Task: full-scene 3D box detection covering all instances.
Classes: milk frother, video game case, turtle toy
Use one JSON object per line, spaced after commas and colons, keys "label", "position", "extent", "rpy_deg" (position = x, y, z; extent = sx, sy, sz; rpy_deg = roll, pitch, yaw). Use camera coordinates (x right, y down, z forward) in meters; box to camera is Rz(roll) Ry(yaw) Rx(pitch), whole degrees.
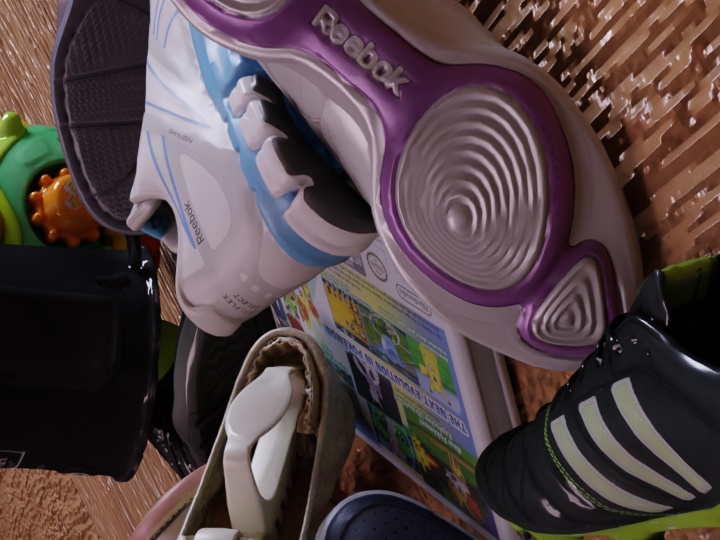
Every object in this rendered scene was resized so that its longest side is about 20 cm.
{"label": "milk frother", "position": [-0.191, -0.012, 0.990], "extent": [0.181, 0.188, 0.200], "rpy_deg": [127, 144, -57]}
{"label": "video game case", "position": [0.000, 0.000, 0.839], "extent": [0.200, 0.022, 0.182], "rpy_deg": [33, 144, 57]}
{"label": "turtle toy", "position": [-0.153, 0.004, 1.131], "extent": [0.146, 0.101, 0.200], "rpy_deg": [-84, -21, -64]}

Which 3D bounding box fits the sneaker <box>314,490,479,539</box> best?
{"label": "sneaker", "position": [0.062, 0.149, 0.761], "extent": [0.200, 0.070, 0.109], "rpy_deg": [48, 162, 12]}

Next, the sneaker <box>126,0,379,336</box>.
{"label": "sneaker", "position": [-0.054, -0.056, 0.733], "extent": [0.075, 0.087, 0.200], "rpy_deg": [31, -154, -32]}

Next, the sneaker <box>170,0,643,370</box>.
{"label": "sneaker", "position": [0.023, -0.057, 0.656], "extent": [0.200, 0.075, 0.100], "rpy_deg": [51, -163, 7]}

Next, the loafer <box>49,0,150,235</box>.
{"label": "loafer", "position": [-0.093, -0.116, 0.853], "extent": [0.063, 0.072, 0.200], "rpy_deg": [-149, 55, -83]}

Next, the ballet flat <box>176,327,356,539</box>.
{"label": "ballet flat", "position": [-0.050, 0.105, 0.820], "extent": [0.062, 0.067, 0.200], "rpy_deg": [76, -160, -43]}

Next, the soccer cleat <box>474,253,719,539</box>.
{"label": "soccer cleat", "position": [0.090, 0.038, 0.585], "extent": [0.200, 0.067, 0.081], "rpy_deg": [-13, 93, 65]}

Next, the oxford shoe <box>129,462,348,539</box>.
{"label": "oxford shoe", "position": [-0.031, 0.130, 0.939], "extent": [0.074, 0.071, 0.200], "rpy_deg": [48, -168, 26]}

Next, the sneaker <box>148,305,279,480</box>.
{"label": "sneaker", "position": [-0.073, 0.056, 1.022], "extent": [0.114, 0.076, 0.200], "rpy_deg": [44, 158, 35]}
